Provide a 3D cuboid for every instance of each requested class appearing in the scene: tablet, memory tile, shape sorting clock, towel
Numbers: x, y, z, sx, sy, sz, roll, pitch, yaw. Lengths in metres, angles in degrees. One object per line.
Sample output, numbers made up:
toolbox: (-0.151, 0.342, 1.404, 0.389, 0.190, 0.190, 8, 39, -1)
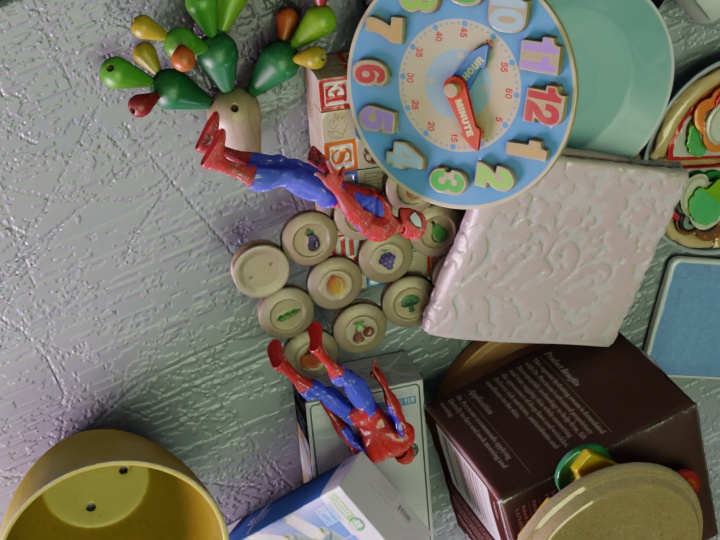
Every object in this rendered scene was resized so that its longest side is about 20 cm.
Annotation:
tablet: (0.380, 0.050, 1.663, 0.200, 0.014, 0.130, 4, 113, -17)
memory tile: (0.000, 0.000, 1.456, 0.200, 0.017, 0.153, -28, 119, -1)
shape sorting clock: (0.078, -0.147, 1.339, 0.200, 0.039, 0.200, 6, 106, 22)
towel: (0.167, -0.020, 1.453, 0.191, 0.032, 0.200, 4, 126, -23)

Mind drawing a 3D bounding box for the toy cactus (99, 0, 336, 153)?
toy cactus: (-0.106, -0.158, 1.384, 0.200, 0.102, 0.165, -23, 129, -15)

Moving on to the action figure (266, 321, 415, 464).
action figure: (-0.005, 0.116, 1.482, 0.065, 0.052, 0.200, -28, 131, 15)

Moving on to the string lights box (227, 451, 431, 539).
string lights box: (-0.045, 0.255, 1.541, 0.200, 0.059, 0.103, -34, 101, 35)

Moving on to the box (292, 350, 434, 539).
box: (0.005, 0.185, 1.588, 0.116, 0.060, 0.200, -10, 117, -12)

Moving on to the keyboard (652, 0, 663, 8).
keyboard: (0.174, -0.264, 1.450, 0.200, 0.040, 0.104, 42, 74, -27)

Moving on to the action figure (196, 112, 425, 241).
action figure: (-0.033, -0.070, 1.364, 0.200, 0.065, 0.052, 25, 102, -22)

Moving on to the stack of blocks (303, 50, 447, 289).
stack of blocks: (0.019, -0.090, 1.462, 0.115, 0.059, 0.200, -10, 117, -11)

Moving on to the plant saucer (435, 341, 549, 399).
plant saucer: (0.169, 0.138, 1.631, 0.200, 0.032, 0.201, -6, 116, -13)

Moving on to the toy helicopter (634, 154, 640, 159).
toy helicopter: (0.162, -0.108, 1.490, 0.200, 0.079, 0.132, 18, 109, -28)

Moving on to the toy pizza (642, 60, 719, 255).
toy pizza: (0.349, -0.103, 1.554, 0.200, 0.032, 0.200, -11, 119, -21)

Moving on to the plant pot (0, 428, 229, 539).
plant pot: (-0.226, 0.219, 1.489, 0.200, 0.142, 0.200, -6, 116, -13)

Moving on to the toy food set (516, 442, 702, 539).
toy food set: (0.210, 0.243, 1.445, 0.200, 0.049, 0.198, 29, 102, -34)

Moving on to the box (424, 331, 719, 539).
box: (0.192, 0.182, 1.535, 0.200, 0.166, 0.164, -24, 124, -10)

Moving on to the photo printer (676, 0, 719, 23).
photo printer: (0.291, -0.333, 1.423, 0.166, 0.069, 0.200, -43, 119, 6)

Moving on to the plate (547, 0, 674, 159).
plate: (0.167, -0.156, 1.404, 0.200, 0.026, 0.200, -9, 120, -15)
